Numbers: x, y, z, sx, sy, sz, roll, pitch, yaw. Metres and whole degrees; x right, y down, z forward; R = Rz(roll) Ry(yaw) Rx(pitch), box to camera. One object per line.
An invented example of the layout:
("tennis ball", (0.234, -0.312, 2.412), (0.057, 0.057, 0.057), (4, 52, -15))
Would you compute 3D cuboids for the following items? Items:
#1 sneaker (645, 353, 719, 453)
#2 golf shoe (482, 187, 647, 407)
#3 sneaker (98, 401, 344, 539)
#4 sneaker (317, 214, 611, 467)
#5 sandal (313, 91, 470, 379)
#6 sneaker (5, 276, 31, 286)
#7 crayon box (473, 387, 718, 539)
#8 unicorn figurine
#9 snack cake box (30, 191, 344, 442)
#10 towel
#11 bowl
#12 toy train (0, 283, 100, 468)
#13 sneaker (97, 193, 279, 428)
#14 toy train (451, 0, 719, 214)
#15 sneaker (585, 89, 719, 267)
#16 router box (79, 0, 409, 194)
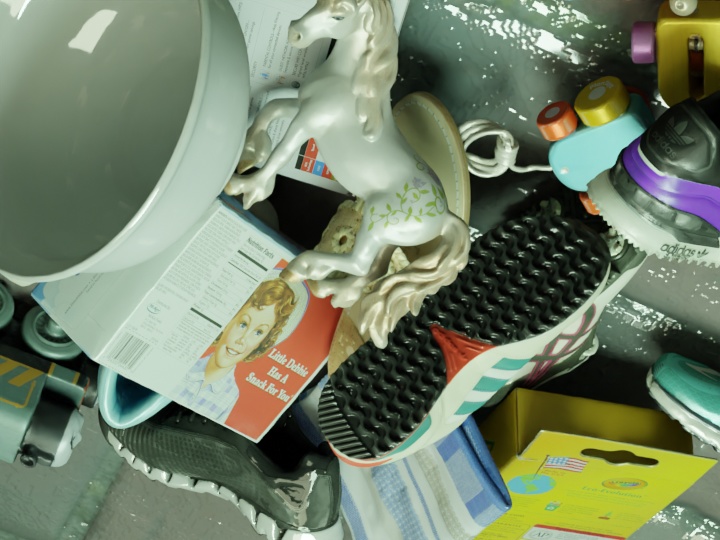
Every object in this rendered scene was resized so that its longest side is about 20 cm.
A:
("sneaker", (0.276, 0.079, 1.314), (0.198, 0.078, 0.080), (13, 116, -5))
("golf shoe", (0.119, 0.016, 1.292), (0.088, 0.078, 0.200), (13, 139, -39))
("sneaker", (-0.090, 0.111, 1.410), (0.199, 0.066, 0.091), (26, 123, 24))
("sneaker", (0.057, 0.044, 1.215), (0.070, 0.199, 0.093), (49, 168, 12))
("sandal", (0.004, 0.003, 1.216), (0.077, 0.069, 0.213), (36, 129, 32))
("sneaker", (-0.203, -0.056, 1.266), (0.111, 0.077, 0.199), (35, 153, -23))
("crayon box", (0.131, 0.133, 1.356), (0.126, 0.051, 0.200), (11, 149, -18))
("unicorn figurine", (-0.010, -0.069, 1.144), (0.137, 0.074, 0.200), (-35, 105, 20))
("snack cake box", (-0.089, 0.018, 1.243), (0.115, 0.067, 0.200), (-50, 149, 2))
("towel", (0.021, 0.116, 1.338), (0.148, 0.024, 0.200), (63, 152, 11))
("bowl", (-0.124, -0.083, 1.115), (0.200, 0.203, 0.090), (-25, 151, 33))
("toy train", (-0.268, 0.063, 1.391), (0.198, 0.115, 0.085), (23, 135, -8))
("sneaker", (-0.111, 0.032, 1.342), (0.073, 0.082, 0.201), (23, 131, -11))
("toy train", (0.134, -0.125, 1.153), (0.149, 0.056, 0.201), (23, 132, -4))
("sneaker", (0.217, -0.055, 1.135), (0.199, 0.070, 0.100), (1, 133, -48))
("router box", (-0.065, -0.152, 1.177), (0.178, 0.049, 0.201), (17, 135, -2))
